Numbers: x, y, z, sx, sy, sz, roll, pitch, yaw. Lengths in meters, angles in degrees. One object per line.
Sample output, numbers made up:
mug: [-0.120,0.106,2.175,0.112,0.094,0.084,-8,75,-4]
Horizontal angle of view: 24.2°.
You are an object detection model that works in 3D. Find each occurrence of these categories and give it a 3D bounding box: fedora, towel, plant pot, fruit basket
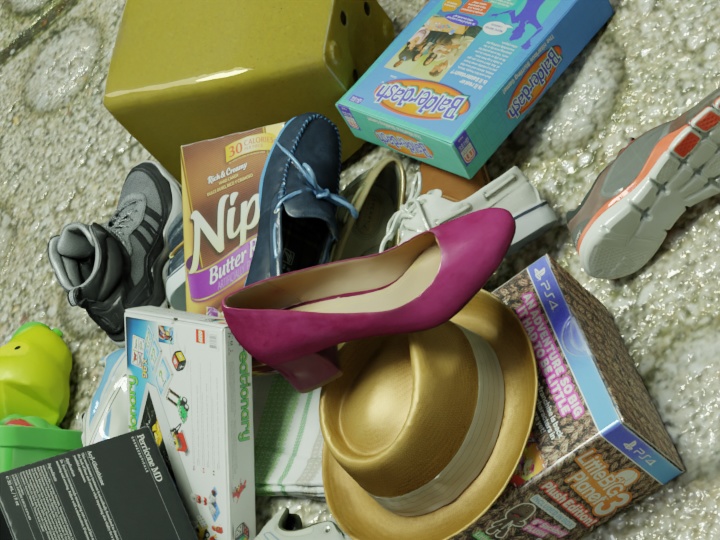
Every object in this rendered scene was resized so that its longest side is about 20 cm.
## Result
fedora: [0.030,0.092,1.173,0.199,0.082,0.203,-21,52,29]
towel: [-0.050,0.117,1.404,0.198,0.031,0.151,-2,64,39]
plant pot: [-0.083,-0.191,1.515,0.198,0.194,0.198,-5,60,27]
fruit basket: [-0.337,0.141,1.561,0.214,0.155,0.219,-8,77,37]

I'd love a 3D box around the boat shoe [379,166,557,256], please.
boat shoe: [0.057,-0.032,1.296,0.201,0.075,0.087,-28,80,-26]

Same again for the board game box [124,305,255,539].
board game box: [-0.142,0.136,1.395,0.125,0.034,0.203,8,102,42]

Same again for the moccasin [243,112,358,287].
moccasin: [-0.040,-0.033,1.339,0.068,0.080,0.203,-17,60,53]

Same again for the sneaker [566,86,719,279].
sneaker: [0.227,-0.087,1.267,0.200,0.077,0.082,-42,38,11]

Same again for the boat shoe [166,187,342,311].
boat shoe: [-0.101,-0.046,1.518,0.199,0.071,0.092,-30,48,23]

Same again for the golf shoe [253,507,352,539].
golf shoe: [-0.017,0.229,1.279,0.198,0.078,0.098,7,63,41]

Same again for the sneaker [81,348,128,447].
sneaker: [-0.220,0.163,1.488,0.072,0.072,0.202,-8,56,30]

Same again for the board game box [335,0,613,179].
board game box: [0.095,-0.179,1.422,0.200,0.045,0.151,-48,42,-16]

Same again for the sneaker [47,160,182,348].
sneaker: [-0.231,-0.035,1.590,0.075,0.114,0.202,-18,54,31]

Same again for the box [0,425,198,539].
box: [-0.197,0.242,1.324,0.201,0.140,0.079,63,153,23]

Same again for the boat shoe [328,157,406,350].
boat shoe: [0.002,0.000,1.371,0.063,0.073,0.202,-47,24,51]

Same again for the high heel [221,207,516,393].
high heel: [0.006,0.004,1.122,0.199,0.096,0.068,-37,39,8]

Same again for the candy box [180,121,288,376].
candy box: [-0.091,-0.014,1.420,0.116,0.056,0.203,-10,77,33]

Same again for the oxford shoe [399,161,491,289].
oxford shoe: [0.065,-0.040,1.377,0.071,0.071,0.202,-20,51,31]

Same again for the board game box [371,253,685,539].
board game box: [0.106,0.119,1.222,0.199,0.097,0.160,-36,47,18]
